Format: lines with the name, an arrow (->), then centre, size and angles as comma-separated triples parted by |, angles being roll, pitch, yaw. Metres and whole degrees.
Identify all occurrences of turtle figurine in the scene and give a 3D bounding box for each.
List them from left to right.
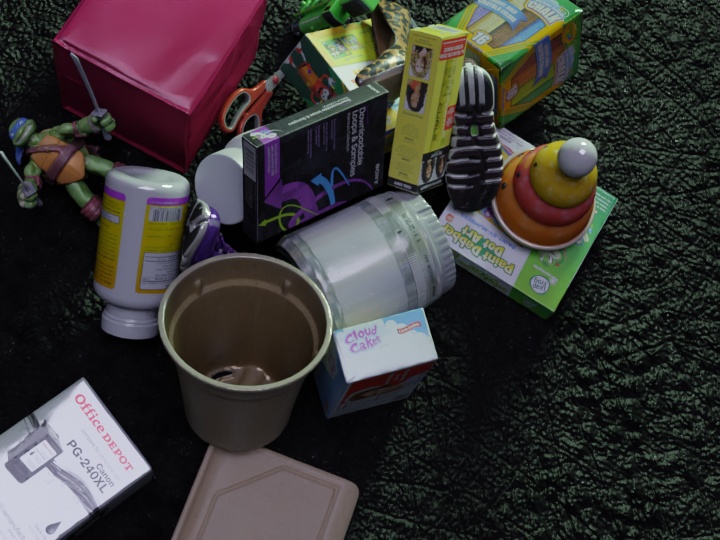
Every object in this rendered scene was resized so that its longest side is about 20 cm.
turtle figurine -> -0.352, -0.125, 1.592 | 0.194, 0.200, 0.144 | 37, 54, -16

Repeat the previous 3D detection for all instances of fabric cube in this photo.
fabric cube -> -0.258, -0.284, 1.648 | 0.196, 0.200, 0.200 | 29, 70, 0

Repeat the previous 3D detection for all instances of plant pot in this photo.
plant pot -> -0.143, 0.115, 1.528 | 0.199, 0.184, 0.201 | 5, 49, -6

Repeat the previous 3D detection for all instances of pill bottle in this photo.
pill bottle -> -0.273, -0.021, 1.576 | 0.104, 0.104, 0.201 | 9, 105, -6
pill bottle -> -0.114, -0.126, 1.619 | 0.114, 0.114, 0.200 | 50, 36, 8

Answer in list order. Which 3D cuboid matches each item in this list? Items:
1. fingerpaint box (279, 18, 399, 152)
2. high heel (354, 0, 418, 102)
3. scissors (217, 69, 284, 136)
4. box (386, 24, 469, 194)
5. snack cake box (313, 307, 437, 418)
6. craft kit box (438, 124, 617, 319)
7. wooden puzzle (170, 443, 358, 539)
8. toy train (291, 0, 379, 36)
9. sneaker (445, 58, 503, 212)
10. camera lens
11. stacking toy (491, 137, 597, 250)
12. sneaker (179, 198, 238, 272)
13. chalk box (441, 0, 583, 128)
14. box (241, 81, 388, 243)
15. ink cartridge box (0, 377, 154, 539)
fingerpaint box -> 0.017, -0.244, 1.701 | 0.167, 0.073, 0.200 | 52, 39, 9
high heel -> 0.017, -0.288, 1.634 | 0.143, 0.071, 0.200 | 47, 36, 13
scissors -> -0.127, -0.257, 1.738 | 0.073, 0.014, 0.200 | 46, 65, -36
box -> 0.083, -0.202, 1.596 | 0.050, 0.201, 0.075 | 20, 23, 28
snack cake box -> 0.014, 0.117, 1.561 | 0.115, 0.200, 0.067 | -12, 74, -13
craft kit box -> 0.219, -0.068, 1.740 | 0.200, 0.049, 0.198 | 32, 73, 2
wooden puzzle -> -0.120, 0.316, 1.566 | 0.199, 0.037, 0.186 | 23, 70, -6
toy train -> -0.033, -0.352, 1.717 | 0.042, 0.200, 0.057 | 39, 68, -24
sneaker -> 0.150, -0.187, 1.693 | 0.075, 0.201, 0.116 | 1, 27, 1
camera lens -> 0.000, 0.000, 1.619 | 0.199, 0.160, 0.160 | -25, 78, -16
stacking toy -> 0.258, -0.122, 1.635 | 0.145, 0.200, 0.147 | 3, 71, -9
sneaker -> -0.177, -0.021, 1.575 | 0.083, 0.200, 0.081 | 6, 63, -1
chalk box -> 0.225, -0.316, 1.760 | 0.200, 0.125, 0.124 | -36, 58, -17
box -> -0.053, -0.131, 1.532 | 0.200, 0.143, 0.036 | -28, 50, -31
ink cartridge box -> -0.366, 0.244, 1.520 | 0.200, 0.083, 0.145 | -37, 81, -18
